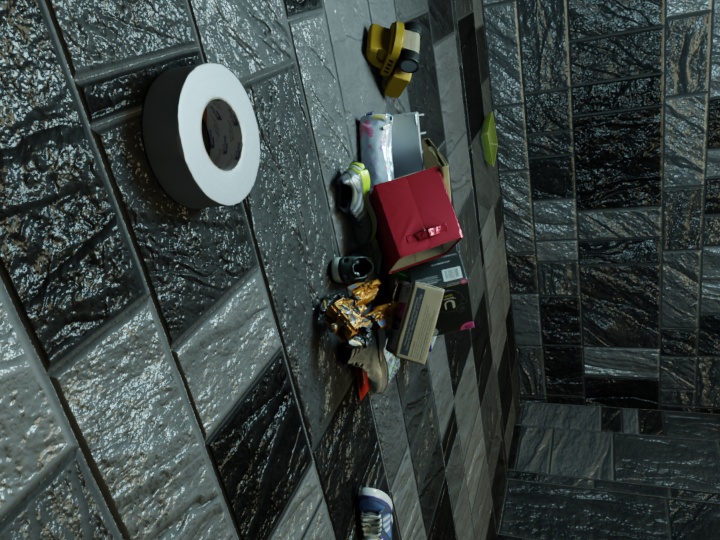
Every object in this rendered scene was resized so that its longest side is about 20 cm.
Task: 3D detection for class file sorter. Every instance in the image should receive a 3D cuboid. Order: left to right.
[{"bbox_3d":[0.110,-0.312,1.615,0.124,0.135,0.206,-35,121,-66],"label":"file sorter"}]

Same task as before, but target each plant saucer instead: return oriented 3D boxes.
[{"bbox_3d":[0.643,-0.657,3.019,0.203,0.047,0.203,-70,149,-42],"label":"plant saucer"}]

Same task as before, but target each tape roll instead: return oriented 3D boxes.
[{"bbox_3d":[-0.227,-0.196,0.887,0.199,0.064,0.207,-2,90,-68],"label":"tape roll"}]

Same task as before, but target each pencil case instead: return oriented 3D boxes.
[{"bbox_3d":[0.045,-0.290,1.514,0.083,0.088,0.207,-8,97,-66],"label":"pencil case"}]

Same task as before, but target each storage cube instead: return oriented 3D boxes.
[{"bbox_3d":[0.123,-0.117,1.450,0.200,0.167,0.184,118,-47,-77],"label":"storage cube"}]

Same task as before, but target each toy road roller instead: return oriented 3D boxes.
[{"bbox_3d":[0.076,-0.574,1.605,0.200,0.142,0.126,131,-31,-67],"label":"toy road roller"}]

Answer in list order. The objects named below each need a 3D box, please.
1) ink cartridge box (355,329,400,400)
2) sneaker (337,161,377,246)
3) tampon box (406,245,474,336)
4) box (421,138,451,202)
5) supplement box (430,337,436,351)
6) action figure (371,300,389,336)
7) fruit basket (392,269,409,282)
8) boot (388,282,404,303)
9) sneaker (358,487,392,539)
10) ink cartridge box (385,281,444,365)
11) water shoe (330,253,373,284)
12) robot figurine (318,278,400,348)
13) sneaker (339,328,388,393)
[{"bbox_3d":[0.047,0.239,1.537,0.200,0.049,0.112,-39,124,-63],"label":"ink cartridge box"},{"bbox_3d":[-0.017,-0.146,1.405,0.080,0.073,0.205,-36,126,-38],"label":"sneaker"},{"bbox_3d":[0.210,0.058,1.585,0.128,0.146,0.203,-96,171,-45],"label":"tampon box"},{"bbox_3d":[0.193,-0.206,1.504,0.165,0.021,0.204,-109,-173,-53],"label":"box"},{"bbox_3d":[0.182,0.141,1.805,0.201,0.101,0.104,-55,137,-53],"label":"supplement box"},{"bbox_3d":[0.051,0.128,1.503,0.199,0.096,0.067,-30,114,-62],"label":"action figure"},{"bbox_3d":[0.142,-0.044,1.711,0.152,0.214,0.222,19,66,-24],"label":"fruit basket"},{"bbox_3d":[0.109,0.081,1.591,0.157,0.072,0.203,73,2,-48],"label":"boot"},{"bbox_3d":[0.031,0.633,1.441,0.149,0.078,0.203,-74,157,-43],"label":"sneaker"},{"bbox_3d":[0.119,0.117,1.371,0.200,0.073,0.169,134,-30,-84],"label":"ink cartridge box"},{"bbox_3d":[0.000,0.000,1.403,0.199,0.077,0.074,-13,101,-67],"label":"water shoe"},{"bbox_3d":[-0.003,0.089,1.310,0.145,0.059,0.198,47,35,14],"label":"robot figurine"},{"bbox_3d":[0.001,0.212,1.408,0.113,0.075,0.206,-17,119,-24],"label":"sneaker"}]
